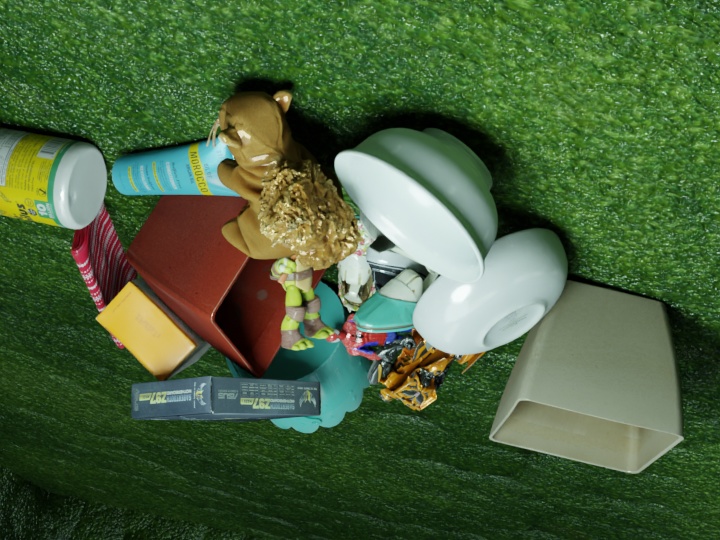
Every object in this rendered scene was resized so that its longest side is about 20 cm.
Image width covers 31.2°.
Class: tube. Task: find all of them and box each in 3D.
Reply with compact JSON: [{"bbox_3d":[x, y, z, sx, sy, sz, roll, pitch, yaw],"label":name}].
[{"bbox_3d":[-0.222,-0.123,1.588,0.199,0.050,0.078,-2,118,38],"label":"tube"}]

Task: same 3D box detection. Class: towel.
[{"bbox_3d":[-0.352,-0.009,1.784,0.022,0.145,0.201,-7,136,7],"label":"towel"}]

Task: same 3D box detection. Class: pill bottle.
[{"bbox_3d":[-0.441,-0.124,1.671,0.199,0.113,0.113,11,157,16],"label":"pill bottle"}]

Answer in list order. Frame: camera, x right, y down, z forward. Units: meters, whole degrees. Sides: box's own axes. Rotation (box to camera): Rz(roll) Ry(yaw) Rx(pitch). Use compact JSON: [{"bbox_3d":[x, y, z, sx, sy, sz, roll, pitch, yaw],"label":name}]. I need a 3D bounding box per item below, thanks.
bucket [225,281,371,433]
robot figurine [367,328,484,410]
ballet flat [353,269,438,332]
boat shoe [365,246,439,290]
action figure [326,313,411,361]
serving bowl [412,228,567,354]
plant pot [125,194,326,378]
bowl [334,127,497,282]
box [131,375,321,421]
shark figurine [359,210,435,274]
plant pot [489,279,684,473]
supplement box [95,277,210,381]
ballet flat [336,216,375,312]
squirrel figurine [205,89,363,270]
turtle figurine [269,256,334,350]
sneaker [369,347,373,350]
[{"bbox_3d":[-0.091,0.116,1.863,0.206,0.208,0.135,8,150,22],"label":"bucket"},{"bbox_3d":[0.102,0.107,1.703,0.145,0.200,0.058,34,-166,-49],"label":"robot figurine"},{"bbox_3d":[0.071,0.030,1.563,0.199,0.071,0.067,-5,-159,-42],"label":"ballet flat"},{"bbox_3d":[0.049,0.019,1.630,0.071,0.068,0.200,14,173,17],"label":"boat shoe"},{"bbox_3d":[0.053,0.089,1.751,0.199,0.066,0.099,-1,-176,-10],"label":"action figure"},{"bbox_3d":[0.162,0.038,1.500,0.199,0.066,0.200,-24,153,-13],"label":"serving bowl"},{"bbox_3d":[-0.177,-0.014,1.645,0.176,0.200,0.200,23,162,23],"label":"plant pot"},{"bbox_3d":[0.075,-0.086,1.361,0.201,0.090,0.201,37,166,11],"label":"bowl"},{"bbox_3d":[-0.173,0.169,1.678,0.157,0.051,0.199,-10,168,40],"label":"box"},{"bbox_3d":[0.094,-0.041,1.517,0.213,0.090,0.128,24,-168,7],"label":"shark figurine"},{"bbox_3d":[0.289,0.126,1.607,0.199,0.178,0.200,14,158,0],"label":"plant pot"},{"bbox_3d":[-0.269,0.073,1.776,0.126,0.074,0.200,44,-172,2],"label":"supplement box"},{"bbox_3d":[0.000,0.000,1.691,0.075,0.064,0.200,14,157,10],"label":"ballet flat"},{"bbox_3d":[-0.081,-0.101,1.394,0.200,0.141,0.187,44,158,43],"label":"squirrel figurine"},{"bbox_3d":[-0.079,0.011,1.566,0.064,0.162,0.200,-1,-167,18],"label":"turtle figurine"},{"bbox_3d":[-0.064,0.140,2.050,0.199,0.077,0.075,-2,149,38],"label":"sneaker"}]
